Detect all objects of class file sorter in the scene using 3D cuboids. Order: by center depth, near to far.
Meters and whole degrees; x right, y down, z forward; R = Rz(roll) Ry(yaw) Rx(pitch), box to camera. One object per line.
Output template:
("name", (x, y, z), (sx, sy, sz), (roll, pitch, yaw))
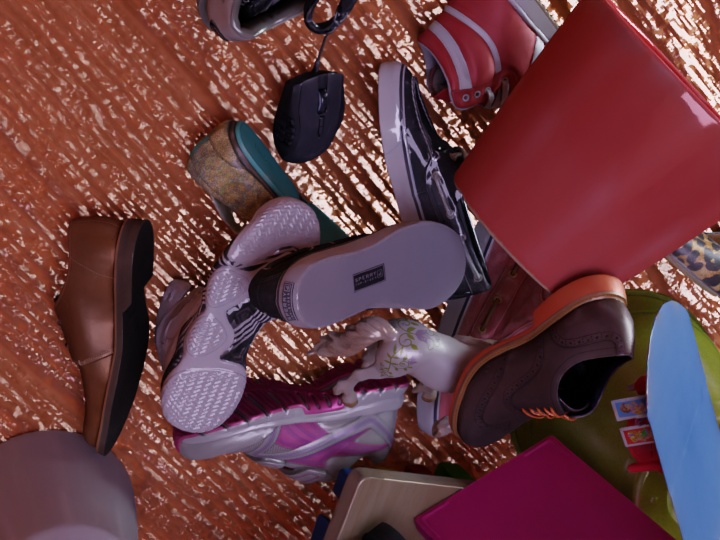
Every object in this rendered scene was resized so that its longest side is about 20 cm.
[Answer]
("file sorter", (0.163, 0.257, 1.520), (0.139, 0.200, 0.126), (-29, 128, -18))

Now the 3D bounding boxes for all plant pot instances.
("plant pot", (0.180, -0.080, 1.438), (0.177, 0.201, 0.200), (-44, 116, 11))
("plant pot", (0.249, 0.143, 1.612), (0.199, 0.193, 0.201), (-6, 112, -15))

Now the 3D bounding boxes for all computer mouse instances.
("computer mouse", (-0.025, -0.152, 1.456), (0.058, 0.034, 0.200), (-13, 142, -26))

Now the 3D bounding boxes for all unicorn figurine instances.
("unicorn figurine", (0.070, 0.072, 1.509), (0.199, 0.074, 0.137), (4, 149, -32))

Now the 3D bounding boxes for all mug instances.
("mug", (-0.244, 0.241, 1.516), (0.149, 0.153, 0.187), (18, 104, -23))

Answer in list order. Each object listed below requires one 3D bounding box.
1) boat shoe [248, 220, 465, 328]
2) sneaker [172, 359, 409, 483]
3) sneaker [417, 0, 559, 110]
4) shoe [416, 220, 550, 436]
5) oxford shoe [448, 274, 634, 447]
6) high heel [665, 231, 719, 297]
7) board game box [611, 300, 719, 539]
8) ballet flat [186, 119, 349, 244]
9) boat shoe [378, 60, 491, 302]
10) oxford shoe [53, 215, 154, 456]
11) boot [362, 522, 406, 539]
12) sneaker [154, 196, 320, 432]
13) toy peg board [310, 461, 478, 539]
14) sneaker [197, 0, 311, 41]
("boat shoe", (0.000, 0.000, 1.442), (0.200, 0.056, 0.069), (-12, 104, -47))
("sneaker", (-0.054, 0.137, 1.576), (0.199, 0.081, 0.089), (-7, 110, -14))
("sneaker", (0.127, -0.140, 1.534), (0.112, 0.071, 0.200), (-43, 109, -3))
("shoe", (0.116, 0.056, 1.584), (0.091, 0.071, 0.201), (22, 102, 21))
("oxford shoe", (0.131, 0.086, 1.431), (0.071, 0.073, 0.200), (6, 142, -31))
("high heel", (0.338, -0.042, 1.632), (0.200, 0.071, 0.143), (23, 109, -40))
("board game box", (0.226, 0.123, 1.431), (0.039, 0.158, 0.201), (-8, 115, 24))
("ballet flat", (-0.063, -0.035, 1.523), (0.071, 0.071, 0.200), (-42, 117, 1))
("boat shoe", (0.061, -0.072, 1.520), (0.067, 0.072, 0.201), (-10, 104, 12))
("oxford shoe", (-0.207, 0.049, 1.514), (0.071, 0.071, 0.201), (9, 109, 9))
("boot", (-0.007, 0.317, 1.516), (0.168, 0.076, 0.201), (-35, 121, -18))
("sneaker", (-0.104, 0.018, 1.495), (0.075, 0.115, 0.200), (23, 105, -24))
("toy peg board", (0.022, 0.247, 1.613), (0.199, 0.098, 0.201), (11, 107, -36))
("sneaker", (-0.032, -0.241, 1.438), (0.200, 0.089, 0.074), (-47, 115, 2))
